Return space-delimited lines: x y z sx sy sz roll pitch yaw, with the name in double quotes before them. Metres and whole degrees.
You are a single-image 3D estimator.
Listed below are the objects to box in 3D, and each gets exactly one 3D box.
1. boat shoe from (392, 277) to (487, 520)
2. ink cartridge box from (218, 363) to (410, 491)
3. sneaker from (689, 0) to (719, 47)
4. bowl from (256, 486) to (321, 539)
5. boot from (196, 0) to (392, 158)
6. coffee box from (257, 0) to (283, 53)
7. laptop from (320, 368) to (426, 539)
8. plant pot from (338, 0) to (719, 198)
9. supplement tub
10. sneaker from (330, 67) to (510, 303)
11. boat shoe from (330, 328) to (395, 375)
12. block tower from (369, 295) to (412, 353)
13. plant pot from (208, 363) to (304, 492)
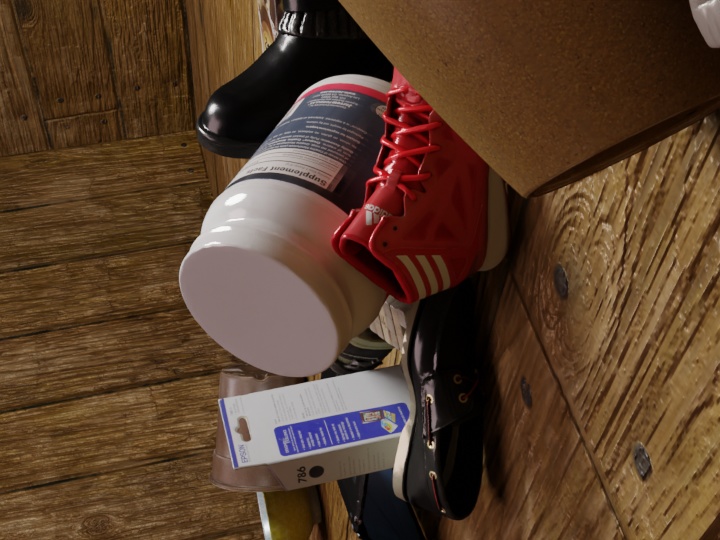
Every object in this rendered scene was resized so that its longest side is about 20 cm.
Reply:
"boat shoe" 0.070 0.094 0.800 0.063 0.074 0.202 16 109 38
"ink cartridge box" -0.017 0.134 0.899 0.100 0.199 0.039 -114 19 -56
"sneaker" 0.133 -0.153 0.274 0.089 0.078 0.201 20 126 65
"bowl" -0.134 0.454 1.989 0.200 0.107 0.201 171 90 -79
"boot" -0.055 -0.199 0.841 0.079 0.211 0.158 29 141 31
"coffee box" -0.058 -0.223 1.108 0.113 0.080 0.201 -122 25 -61
"laptop" 0.022 0.186 1.073 0.177 0.103 0.200 -117 29 -55
"plant pot" 0.061 -0.136 0.403 0.200 0.186 0.186 66 167 5
"supplement tub" -0.028 -0.036 0.757 0.141 0.140 0.200 93 -158 -47
"sneaker" 0.035 -0.068 0.644 0.078 0.115 0.200 12 124 44
"boat shoe" -0.003 0.068 0.968 0.066 0.072 0.201 -59 -6 6
"block tower" 0.000 0.000 0.897 0.200 0.054 0.058 35 149 45
"plant pot" -0.176 0.273 1.867 0.200 0.200 0.199 -158 66 -77
